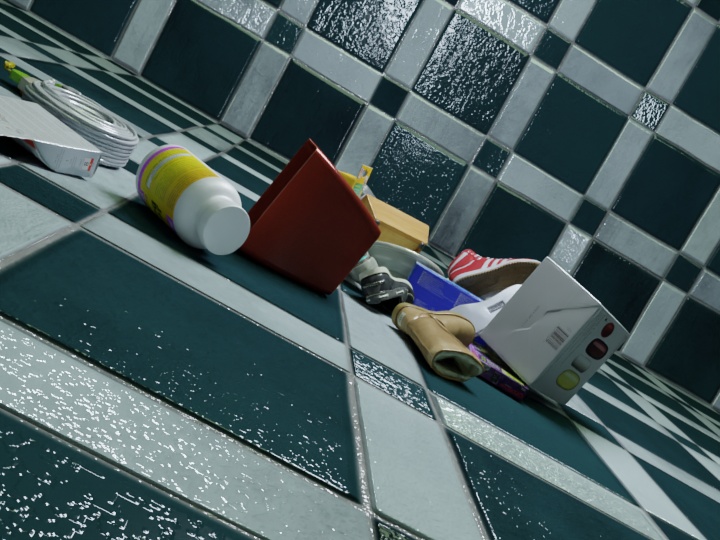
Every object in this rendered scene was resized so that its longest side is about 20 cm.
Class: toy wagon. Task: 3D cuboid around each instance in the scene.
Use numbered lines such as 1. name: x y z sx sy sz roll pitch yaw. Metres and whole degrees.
1. toy wagon: -0.586 -0.330 1.664 0.198 0.040 0.155 29 8 -9

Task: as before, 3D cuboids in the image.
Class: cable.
1. cable: -0.465 -0.241 1.447 0.198 0.070 0.200 31 9 -2

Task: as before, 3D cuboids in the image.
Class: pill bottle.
1. pill bottle: -0.237 -0.099 1.255 0.104 0.105 0.199 22 11 -46

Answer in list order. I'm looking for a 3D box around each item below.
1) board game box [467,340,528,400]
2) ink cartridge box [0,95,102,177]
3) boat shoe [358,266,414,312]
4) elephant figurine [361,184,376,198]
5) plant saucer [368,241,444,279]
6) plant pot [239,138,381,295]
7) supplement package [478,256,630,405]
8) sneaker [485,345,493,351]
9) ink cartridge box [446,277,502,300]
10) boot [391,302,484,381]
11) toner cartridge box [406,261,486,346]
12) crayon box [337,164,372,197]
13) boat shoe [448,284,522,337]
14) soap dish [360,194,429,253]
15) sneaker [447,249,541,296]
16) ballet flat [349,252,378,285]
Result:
1. board game box: 0.243 0.176 1.601 0.119 0.033 0.200 35 7 4
2. ink cartridge box: -0.478 -0.191 1.204 0.161 0.051 0.199 34 17 23
3. boat shoe: 0.053 0.050 1.623 0.200 0.071 0.069 30 40 -65
4. elephant figurine: -0.048 -0.127 2.063 0.198 0.141 0.157 -10 -66 49
5. plant saucer: 0.076 0.004 1.837 0.197 0.051 0.200 20 -16 6
6. plant pot: -0.078 -0.078 1.459 0.176 0.200 0.200 39 5 -13
7. supplement package: 0.361 0.117 1.623 0.147 0.192 0.199 47 10 35
8. sneaker: 0.355 0.179 1.876 0.198 0.074 0.085 8 23 -41
9. ink cartridge box: 0.282 0.068 1.866 0.144 0.086 0.198 -18 26 -38
10. boot: 0.151 0.127 1.450 0.172 0.067 0.200 12 14 -23
11. toner cartridge box: 0.173 0.074 1.741 0.198 0.096 0.043 31 7 -1
12. crayon box: -0.045 -0.133 1.821 0.051 0.203 0.126 25 7 8
13. boat shoe: 0.238 0.095 1.679 0.071 0.197 0.070 58 -12 37
14. soap dish: 0.042 -0.065 1.943 0.198 0.158 0.082 23 29 -38
15. sneaker: 0.275 -0.002 1.820 0.196 0.072 0.113 -10 26 -3
16. ballet flat: 0.000 0.000 1.724 0.064 0.067 0.200 58 -2 -9
